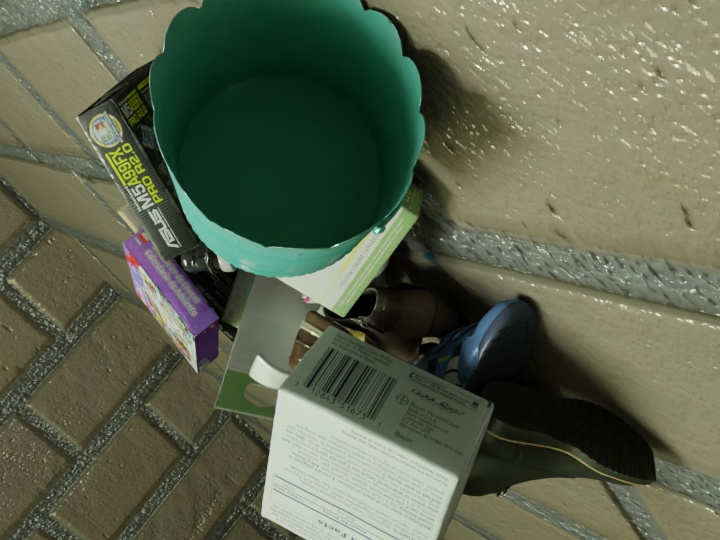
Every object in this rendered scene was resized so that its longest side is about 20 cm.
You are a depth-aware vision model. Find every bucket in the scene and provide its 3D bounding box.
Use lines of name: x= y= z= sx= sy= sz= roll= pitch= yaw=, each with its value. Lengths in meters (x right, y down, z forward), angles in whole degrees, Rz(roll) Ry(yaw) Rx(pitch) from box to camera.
bucket: x=-0.055 y=-0.098 z=0.647 sx=0.206 sy=0.208 sz=0.135 roll=39 pitch=164 yaw=2

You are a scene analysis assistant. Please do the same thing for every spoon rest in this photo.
spoon rest: x=-0.052 y=0.089 z=1.076 sx=0.060 sy=0.199 sz=0.100 roll=40 pitch=133 yaw=14

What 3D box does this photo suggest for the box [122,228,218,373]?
box: x=-0.227 y=0.041 z=1.051 sx=0.137 sy=0.039 sz=0.200 roll=50 pitch=161 yaw=8

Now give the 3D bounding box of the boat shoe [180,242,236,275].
boat shoe: x=-0.176 y=-0.059 z=1.037 sx=0.202 sy=0.059 sz=0.075 roll=-95 pitch=-3 yaw=-55

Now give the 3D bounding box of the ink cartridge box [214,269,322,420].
ink cartridge box: x=-0.114 y=0.085 z=1.116 sx=0.144 sy=0.204 sz=0.048 roll=21 pitch=178 yaw=-43

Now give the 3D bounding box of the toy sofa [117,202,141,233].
toy sofa: x=-0.332 y=-0.056 z=1.467 sx=0.198 sy=0.098 sz=0.083 roll=28 pitch=159 yaw=38

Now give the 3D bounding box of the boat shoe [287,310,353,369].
boat shoe: x=-0.036 y=0.105 z=0.966 sx=0.074 sy=0.076 sz=0.202 roll=25 pitch=170 yaw=23

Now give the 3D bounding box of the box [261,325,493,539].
box: x=0.011 y=0.188 z=0.845 sx=0.181 sy=0.105 sz=0.203 roll=24 pitch=131 yaw=14

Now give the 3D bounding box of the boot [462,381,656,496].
boot: x=0.186 y=0.197 z=0.889 sx=0.197 sy=0.078 sz=0.140 roll=23 pitch=129 yaw=-5

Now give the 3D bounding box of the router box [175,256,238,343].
router box: x=-0.163 y=-0.004 z=1.156 sx=0.200 sy=0.150 sz=0.051 roll=47 pitch=160 yaw=-19

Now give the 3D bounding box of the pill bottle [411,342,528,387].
pill bottle: x=0.137 y=0.166 z=1.006 sx=0.198 sy=0.107 sz=0.107 roll=23 pitch=155 yaw=43

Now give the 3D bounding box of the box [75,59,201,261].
box: x=-0.203 y=-0.124 z=0.897 sx=0.162 sy=0.044 sz=0.201 roll=62 pitch=-166 yaw=-22

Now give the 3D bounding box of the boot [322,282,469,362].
boot: x=0.020 y=0.054 z=0.959 sx=0.144 sy=0.072 sz=0.198 roll=15 pitch=158 yaw=-34

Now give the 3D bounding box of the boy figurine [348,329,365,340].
boy figurine: x=0.061 y=0.138 z=1.166 sx=0.200 sy=0.065 sz=0.124 roll=44 pitch=162 yaw=-6

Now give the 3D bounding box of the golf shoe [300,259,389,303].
golf shoe: x=0.000 y=0.000 z=0.990 sx=0.090 sy=0.077 sz=0.199 roll=17 pitch=165 yaw=-19

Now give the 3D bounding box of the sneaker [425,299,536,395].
sneaker: x=0.111 y=0.088 z=0.879 sx=0.083 sy=0.073 sz=0.202 roll=61 pitch=146 yaw=31

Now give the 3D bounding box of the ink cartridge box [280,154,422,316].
ink cartridge box: x=-0.062 y=-0.064 z=0.786 sx=0.198 sy=0.048 sz=0.146 roll=30 pitch=128 yaw=-10
